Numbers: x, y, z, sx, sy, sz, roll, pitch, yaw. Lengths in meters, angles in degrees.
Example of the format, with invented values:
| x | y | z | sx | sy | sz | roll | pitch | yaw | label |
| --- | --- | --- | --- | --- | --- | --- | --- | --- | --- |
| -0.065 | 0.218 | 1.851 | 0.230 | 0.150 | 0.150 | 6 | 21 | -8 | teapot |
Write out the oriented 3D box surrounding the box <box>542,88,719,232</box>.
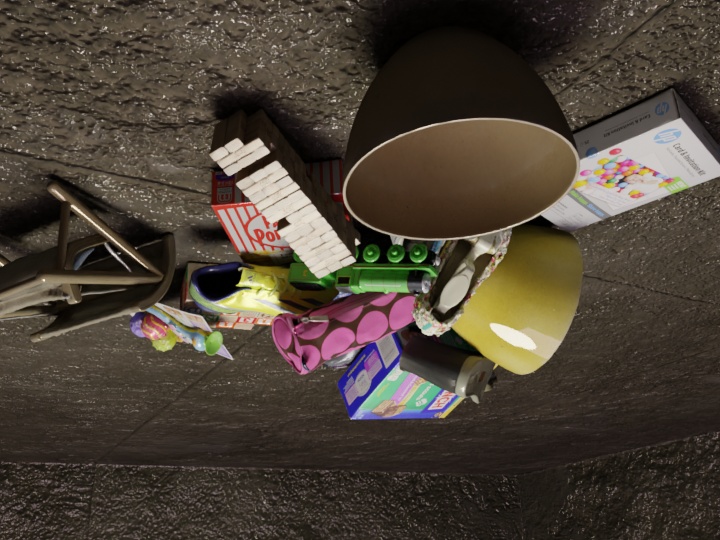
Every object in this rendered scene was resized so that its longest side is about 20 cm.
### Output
| x | y | z | sx | sy | sz | roll | pitch | yaw | label |
| --- | --- | --- | --- | --- | --- | --- | --- | --- | --- |
| 0.288 | -0.115 | 0.817 | 0.199 | 0.042 | 0.155 | -23 | 150 | 36 | box |

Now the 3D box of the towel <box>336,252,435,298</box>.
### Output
| x | y | z | sx | sy | sz | roll | pitch | yaw | label |
| --- | --- | --- | --- | --- | --- | --- | --- | --- | --- |
| 0.033 | 0.019 | 1.052 | 0.143 | 0.024 | 0.200 | -12 | 167 | -5 | towel |

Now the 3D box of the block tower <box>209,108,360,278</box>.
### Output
| x | y | z | sx | sy | sz | roll | pitch | yaw | label |
| --- | --- | --- | --- | --- | --- | --- | --- | --- | --- |
| -0.072 | -0.075 | 0.750 | 0.054 | 0.058 | 0.200 | -25 | 129 | 20 | block tower |

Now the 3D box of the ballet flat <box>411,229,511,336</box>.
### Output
| x | y | z | sx | sy | sz | roll | pitch | yaw | label |
| --- | --- | --- | --- | --- | --- | --- | --- | --- | --- |
| 0.130 | -0.010 | 0.849 | 0.075 | 0.201 | 0.064 | 29 | 174 | -4 | ballet flat |

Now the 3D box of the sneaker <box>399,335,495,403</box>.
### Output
| x | y | z | sx | sy | sz | roll | pitch | yaw | label |
| --- | --- | --- | --- | --- | --- | --- | --- | --- | --- |
| 0.129 | 0.133 | 1.026 | 0.105 | 0.075 | 0.200 | 21 | 175 | 22 | sneaker |

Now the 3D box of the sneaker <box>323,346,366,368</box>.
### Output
| x | y | z | sx | sy | sz | roll | pitch | yaw | label |
| --- | --- | --- | --- | --- | --- | --- | --- | --- | --- |
| 0.010 | 0.081 | 1.115 | 0.199 | 0.075 | 0.088 | -30 | 152 | 8 | sneaker |

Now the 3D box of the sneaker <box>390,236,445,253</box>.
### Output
| x | y | z | sx | sy | sz | roll | pitch | yaw | label |
| --- | --- | --- | --- | --- | --- | --- | --- | --- | --- |
| 0.097 | -0.069 | 0.840 | 0.074 | 0.088 | 0.200 | 10 | 152 | -25 | sneaker |

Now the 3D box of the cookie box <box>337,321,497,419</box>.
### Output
| x | y | z | sx | sy | sz | roll | pitch | yaw | label |
| --- | --- | --- | --- | --- | --- | --- | --- | --- | --- |
| 0.092 | 0.161 | 1.139 | 0.198 | 0.076 | 0.172 | 7 | 135 | -35 | cookie box |

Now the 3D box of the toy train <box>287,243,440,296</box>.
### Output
| x | y | z | sx | sy | sz | roll | pitch | yaw | label |
| --- | --- | --- | --- | --- | --- | --- | --- | --- | --- |
| 0.000 | 0.000 | 0.856 | 0.198 | 0.057 | 0.042 | 1 | 161 | 28 | toy train |

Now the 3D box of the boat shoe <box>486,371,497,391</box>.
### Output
| x | y | z | sx | sy | sz | roll | pitch | yaw | label |
| --- | --- | --- | --- | --- | --- | --- | --- | --- | --- |
| 0.252 | 0.214 | 1.535 | 0.074 | 0.069 | 0.200 | -11 | 177 | 6 | boat shoe |

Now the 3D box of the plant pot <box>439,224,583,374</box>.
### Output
| x | y | z | sx | sy | sz | roll | pitch | yaw | label |
| --- | --- | --- | --- | --- | --- | --- | --- | --- | --- |
| 0.176 | 0.020 | 0.950 | 0.141 | 0.202 | 0.200 | 18 | 152 | -13 | plant pot |

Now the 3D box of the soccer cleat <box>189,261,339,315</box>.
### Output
| x | y | z | sx | sy | sz | roll | pitch | yaw | label |
| --- | --- | --- | --- | --- | --- | --- | --- | --- | --- |
| -0.122 | 0.020 | 0.923 | 0.198 | 0.065 | 0.084 | -3 | 154 | -1 | soccer cleat |

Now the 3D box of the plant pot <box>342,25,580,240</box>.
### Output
| x | y | z | sx | sy | sz | roll | pitch | yaw | label |
| --- | --- | --- | --- | --- | --- | --- | --- | --- | --- |
| 0.080 | -0.130 | 0.632 | 0.198 | 0.136 | 0.201 | -3 | 156 | -1 | plant pot |

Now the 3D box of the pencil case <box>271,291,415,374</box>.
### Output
| x | y | z | sx | sy | sz | roll | pitch | yaw | label |
| --- | --- | --- | --- | --- | --- | --- | --- | --- | --- |
| -0.009 | 0.057 | 0.907 | 0.199 | 0.091 | 0.094 | -24 | 140 | -25 | pencil case |

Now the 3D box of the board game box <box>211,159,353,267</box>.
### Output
| x | y | z | sx | sy | sz | roll | pitch | yaw | label |
| --- | --- | --- | --- | --- | --- | --- | --- | --- | --- |
| -0.085 | -0.060 | 0.884 | 0.150 | 0.047 | 0.200 | -5 | 157 | 3 | board game box |

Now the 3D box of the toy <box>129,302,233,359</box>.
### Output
| x | y | z | sx | sy | sz | roll | pitch | yaw | label |
| --- | --- | --- | --- | --- | --- | --- | --- | --- | --- |
| -0.295 | 0.090 | 1.074 | 0.198 | 0.047 | 0.116 | 11 | 146 | 27 | toy |

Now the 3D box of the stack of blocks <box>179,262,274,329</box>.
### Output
| x | y | z | sx | sy | sz | roll | pitch | yaw | label |
| --- | --- | --- | --- | --- | --- | --- | --- | --- | --- |
| -0.171 | 0.044 | 1.096 | 0.198 | 0.059 | 0.115 | 4 | 156 | -18 | stack of blocks |

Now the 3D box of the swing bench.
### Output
| x | y | z | sx | sy | sz | roll | pitch | yaw | label |
| --- | --- | --- | --- | --- | --- | --- | --- | --- | --- |
| -0.371 | 0.007 | 0.895 | 0.197 | 0.131 | 0.200 | -16 | 154 | 26 | swing bench |
